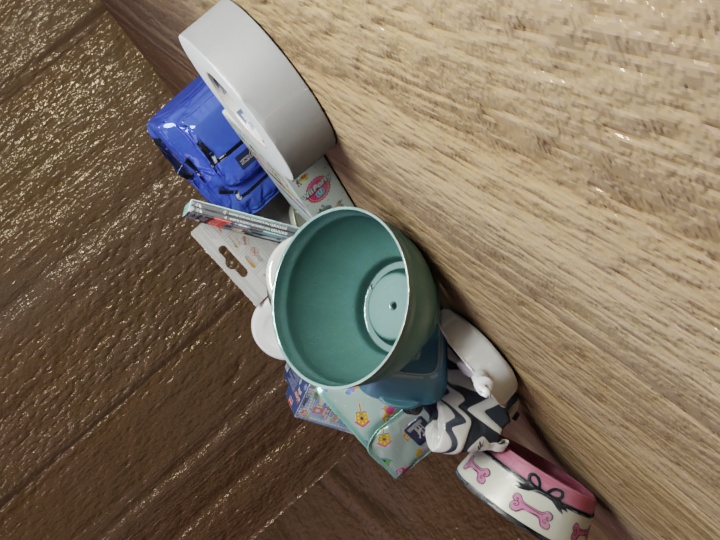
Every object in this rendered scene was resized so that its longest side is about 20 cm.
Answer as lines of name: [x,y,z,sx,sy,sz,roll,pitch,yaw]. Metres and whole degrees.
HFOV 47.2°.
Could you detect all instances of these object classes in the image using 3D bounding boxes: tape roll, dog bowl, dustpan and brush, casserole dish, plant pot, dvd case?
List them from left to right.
dvd case: [-0.164,-0.067,1.233,0.197,0.022,0.146,16,176,-15]
tape roll: [-0.114,-0.198,0.919,0.201,0.066,0.200,50,175,5]
plant pot: [0.012,0.038,0.965,0.133,0.202,0.200,12,-152,-51]
casserole dish: [0.057,0.093,1.070,0.201,0.119,0.039,-83,1,-53]
dustpan and brush: [0.140,0.115,0.968,0.140,0.057,0.200,51,175,-3]
dog bowl: [0.230,0.294,1.116,0.198,0.075,0.200,29,-179,0]

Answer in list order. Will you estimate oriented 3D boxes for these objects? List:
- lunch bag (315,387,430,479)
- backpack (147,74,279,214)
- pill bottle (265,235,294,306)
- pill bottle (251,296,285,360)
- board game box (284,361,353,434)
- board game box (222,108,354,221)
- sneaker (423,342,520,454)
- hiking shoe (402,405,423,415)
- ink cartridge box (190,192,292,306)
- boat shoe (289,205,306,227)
lunch bag: [0.054,0.195,1.261,0.201,0.170,0.122,50,-178,3]
backpack: [-0.200,-0.180,1.243,0.201,0.162,0.168,53,170,-26]
pill bottle: [-0.080,0.021,1.188,0.114,0.113,0.200,49,170,3]
pill bottle: [-0.108,0.062,1.413,0.113,0.112,0.200,50,-160,-9]
board game box: [-0.029,0.224,1.419,0.198,0.062,0.200,25,-175,-16]
board game box: [-0.088,-0.139,1.127,0.148,0.064,0.200,44,174,40]
sneaker: [0.149,0.164,1.108,0.128,0.080,0.200,13,-147,-15]
hiking shoe: [0.028,0.124,1.119,0.201,0.099,0.077,-115,33,-56]
ink cartridge box: [-0.165,-0.058,1.359,0.161,0.200,0.050,48,150,-8]
boat shoe: [-0.056,-0.026,1.348,0.060,0.072,0.205,-17,93,48]
